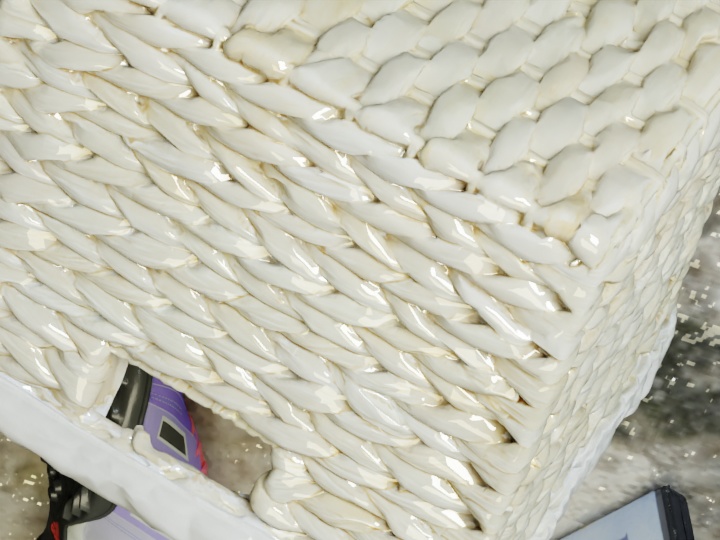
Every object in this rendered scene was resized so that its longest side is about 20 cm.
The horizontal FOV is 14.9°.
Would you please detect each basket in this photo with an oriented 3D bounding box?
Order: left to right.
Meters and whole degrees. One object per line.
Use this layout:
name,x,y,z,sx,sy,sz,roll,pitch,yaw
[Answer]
basket,0.002,-0.031,0.808,0.198,0.200,0.161,29,126,10

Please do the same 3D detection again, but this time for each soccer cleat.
soccer cleat,-0.083,0.089,1.041,0.073,0.068,0.201,-4,130,-21

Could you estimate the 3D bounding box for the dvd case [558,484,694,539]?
dvd case,0.053,0.184,1.043,0.200,0.143,0.018,-31,138,29
